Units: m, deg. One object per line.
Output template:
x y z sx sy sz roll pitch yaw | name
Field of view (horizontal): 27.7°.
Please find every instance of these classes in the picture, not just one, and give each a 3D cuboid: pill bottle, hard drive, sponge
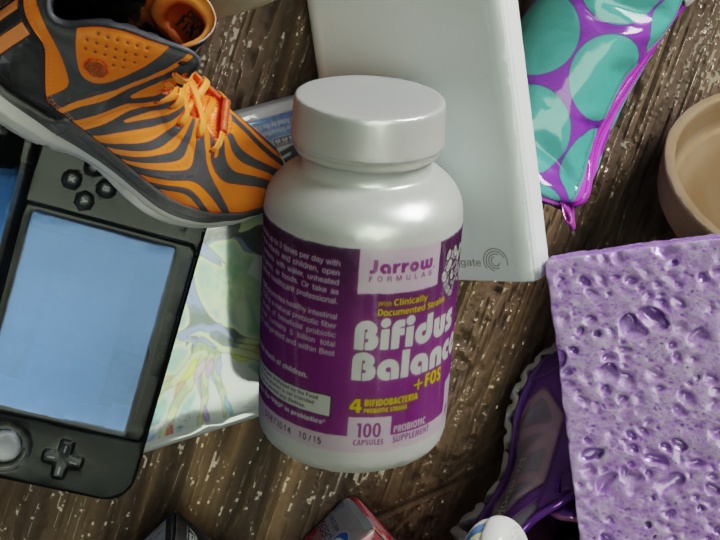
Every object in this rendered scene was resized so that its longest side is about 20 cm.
0.000 0.000 0.809 0.111 0.112 0.202 -3 114 -14 | pill bottle
0.036 -0.094 0.837 0.027 0.131 0.203 -29 115 -51 | hard drive
0.170 0.084 0.819 0.110 0.030 0.203 -6 98 14 | sponge

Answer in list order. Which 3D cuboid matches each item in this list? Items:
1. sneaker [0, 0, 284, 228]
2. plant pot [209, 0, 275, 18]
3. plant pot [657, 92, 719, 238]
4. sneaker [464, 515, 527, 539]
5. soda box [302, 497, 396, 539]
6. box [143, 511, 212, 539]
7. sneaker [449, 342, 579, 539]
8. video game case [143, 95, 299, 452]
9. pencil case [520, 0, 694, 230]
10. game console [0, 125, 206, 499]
-0.095 -0.090 0.756 0.199 0.078 0.112 22 141 -40 | sneaker
-0.082 -0.234 0.746 0.198 0.200 0.175 -28 124 -7 | plant pot
0.274 -0.020 0.894 0.198 0.202 0.093 -4 133 -14 | plant pot
0.040 0.215 0.836 0.104 0.076 0.202 11 126 14 | sneaker
0.039 0.241 0.940 0.070 0.063 0.200 -43 108 -1 | soda box
-0.125 0.267 0.890 0.200 0.048 0.158 -44 110 11 | box
0.124 0.133 0.902 0.080 0.088 0.202 35 69 -21 | sneaker
-0.108 0.010 0.869 0.198 0.022 0.185 -17 106 -11 | video game case
0.141 -0.133 0.867 0.092 0.085 0.201 33 95 20 | pencil case
-0.178 0.032 0.785 0.174 0.116 0.202 15 99 -17 | game console
